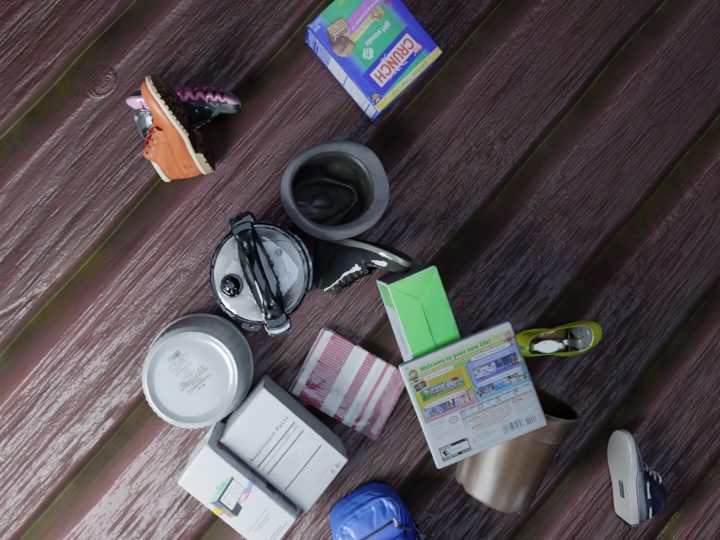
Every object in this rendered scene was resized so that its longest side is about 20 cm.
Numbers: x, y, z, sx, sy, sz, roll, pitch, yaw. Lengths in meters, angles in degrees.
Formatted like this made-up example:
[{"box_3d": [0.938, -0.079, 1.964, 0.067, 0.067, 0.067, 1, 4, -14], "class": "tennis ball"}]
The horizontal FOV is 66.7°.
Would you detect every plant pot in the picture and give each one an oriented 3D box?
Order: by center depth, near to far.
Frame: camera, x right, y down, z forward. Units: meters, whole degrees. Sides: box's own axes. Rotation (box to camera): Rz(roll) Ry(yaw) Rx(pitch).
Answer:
[{"box_3d": [0.276, 0.322, 1.024, 0.197, 0.200, 0.202, 18, 97, -8], "class": "plant pot"}]

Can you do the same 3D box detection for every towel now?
[{"box_3d": [-0.021, 0.219, 1.058, 0.198, 0.023, 0.146, 30, 89, -6], "class": "towel"}]

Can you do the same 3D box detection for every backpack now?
[{"box_3d": [0.043, 0.506, 1.003, 0.160, 0.168, 0.203, -25, 91, -13], "class": "backpack"}]

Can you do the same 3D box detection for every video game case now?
[{"box_3d": [0.185, 0.204, 0.901, 0.197, 0.022, 0.185, -22, 94, 1], "class": "video game case"}]

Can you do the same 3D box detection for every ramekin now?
[{"box_3d": [-0.292, 0.183, 0.977, 0.196, 0.105, 0.205, 0, 92, -7], "class": "ramekin"}]

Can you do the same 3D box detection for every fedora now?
[{"box_3d": [-0.053, -0.138, 1.003, 0.197, 0.090, 0.179, -25, 87, -20], "class": "fedora"}]

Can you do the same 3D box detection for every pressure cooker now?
[{"box_3d": [-0.170, 0.008, 0.942, 0.174, 0.200, 0.181, 27, 87, -7], "class": "pressure cooker"}]

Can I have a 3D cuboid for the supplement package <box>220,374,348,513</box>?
[{"box_3d": [-0.137, 0.308, 0.992, 0.200, 0.121, 0.120, 42, 85, -6], "class": "supplement package"}]

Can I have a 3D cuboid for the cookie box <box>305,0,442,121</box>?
[{"box_3d": [0.024, -0.418, 1.022, 0.171, 0.075, 0.200, -43, 97, -6], "class": "cookie box"}]

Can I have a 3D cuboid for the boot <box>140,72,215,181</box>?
[{"box_3d": [-0.337, -0.234, 0.934, 0.105, 0.202, 0.076, -15, 49, 3], "class": "boot"}]

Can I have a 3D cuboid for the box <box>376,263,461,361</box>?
[{"box_3d": [0.112, 0.098, 0.995, 0.095, 0.176, 0.204, -20, 94, -5], "class": "box"}]

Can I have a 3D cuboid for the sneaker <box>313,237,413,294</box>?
[{"box_3d": [0.000, 0.000, 1.008, 0.197, 0.074, 0.108, 16, 98, 28], "class": "sneaker"}]

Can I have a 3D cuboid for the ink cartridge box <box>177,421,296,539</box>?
[{"box_3d": [-0.212, 0.378, 0.972, 0.199, 0.145, 0.084, 42, 86, -7], "class": "ink cartridge box"}]

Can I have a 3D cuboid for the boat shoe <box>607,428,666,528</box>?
[{"box_3d": [0.571, 0.417, 1.125, 0.091, 0.075, 0.204, -9, 100, -14], "class": "boat shoe"}]

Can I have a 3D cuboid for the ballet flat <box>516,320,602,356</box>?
[{"box_3d": [0.404, 0.142, 1.091, 0.196, 0.067, 0.068, -6, 91, -8], "class": "ballet flat"}]

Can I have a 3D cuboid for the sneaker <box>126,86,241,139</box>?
[{"box_3d": [-0.313, -0.279, 0.990, 0.196, 0.079, 0.097, -5, 116, -8], "class": "sneaker"}]
